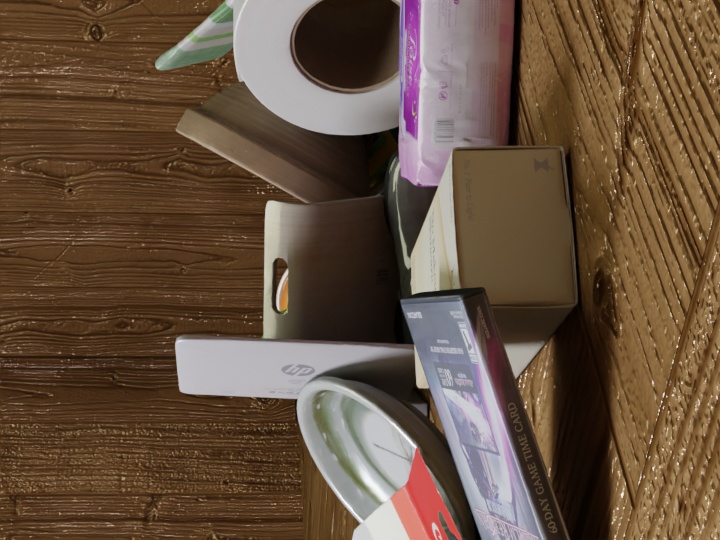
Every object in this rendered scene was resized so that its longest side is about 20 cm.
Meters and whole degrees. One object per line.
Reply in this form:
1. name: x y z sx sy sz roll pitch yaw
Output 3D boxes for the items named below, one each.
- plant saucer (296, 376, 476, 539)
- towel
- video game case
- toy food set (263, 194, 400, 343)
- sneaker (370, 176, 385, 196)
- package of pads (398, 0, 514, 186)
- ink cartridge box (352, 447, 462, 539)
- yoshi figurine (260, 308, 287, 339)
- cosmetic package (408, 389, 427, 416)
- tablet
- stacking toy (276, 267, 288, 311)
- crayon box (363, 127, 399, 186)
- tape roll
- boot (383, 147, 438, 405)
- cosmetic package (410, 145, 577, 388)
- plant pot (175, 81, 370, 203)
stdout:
1. plant saucer: 0.031 0.160 1.202 0.200 0.050 0.201 36 148 27
2. towel: -0.098 -0.267 1.389 0.023 0.200 0.153 52 -158 0
3. video game case: 0.077 0.108 0.831 0.143 0.019 0.201 170 81 -78
4. toy food set: 0.000 0.000 1.269 0.060 0.199 0.145 18 111 48
5. sneaker: 0.041 -0.002 1.454 0.088 0.075 0.201 -122 26 -44
6. package of pads: 0.068 -0.162 1.054 0.121 0.075 0.202 -119 30 -82
7. ink cartridge box: 0.047 0.256 1.132 0.201 0.050 0.162 96 151 -57
8. yoshi figurine: -0.031 0.075 1.402 0.199 0.111 0.113 -9 76 52
9. cosmetic package: 0.018 0.174 1.523 0.200 0.089 0.108 -147 58 -80
10. tablet: -0.052 0.084 1.200 0.130 0.198 0.014 102 170 -66
11. stacking toy: -0.031 0.071 1.564 0.200 0.145 0.147 -76 -10 -66
12. crayon box: -0.020 -0.185 1.405 0.201 0.058 0.119 58 148 3
13. tape roll: -0.009 -0.235 1.226 0.204 0.201 0.140 97 172 -48
14. boot: 0.068 0.003 1.190 0.131 0.067 0.202 -126 31 -69
15. cosmetic package: 0.081 0.004 0.935 0.200 0.072 0.104 103 165 -70
16. plant pot: -0.063 -0.121 1.336 0.093 0.200 0.201 -60 7 2
